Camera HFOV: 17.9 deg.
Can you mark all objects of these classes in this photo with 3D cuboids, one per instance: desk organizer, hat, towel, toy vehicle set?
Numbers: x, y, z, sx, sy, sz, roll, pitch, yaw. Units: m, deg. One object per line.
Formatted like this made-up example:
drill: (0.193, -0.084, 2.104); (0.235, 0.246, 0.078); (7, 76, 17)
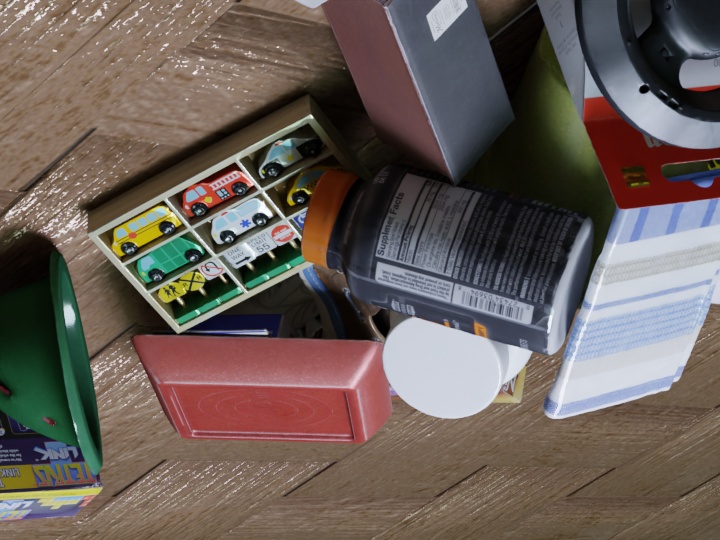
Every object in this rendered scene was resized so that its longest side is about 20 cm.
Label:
desk organizer: (0.036, -0.155, 1.572); (0.072, 0.077, 0.200); (-49, 146, -17)
hat: (-0.301, 0.074, 1.749); (0.176, 0.200, 0.166); (-11, -175, -3)
towel: (0.210, 0.015, 1.678); (0.147, 0.024, 0.200); (-13, 130, -40)
toy vehicle set: (-0.090, -0.040, 1.727); (0.200, 0.027, 0.124); (-27, 129, 17)

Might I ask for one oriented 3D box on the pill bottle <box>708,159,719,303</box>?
pill bottle: (0.299, -0.045, 1.875); (0.104, 0.200, 0.104); (-22, 160, -8)

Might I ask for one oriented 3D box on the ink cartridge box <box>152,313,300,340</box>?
ink cartridge box: (-0.096, 0.069, 1.877); (0.095, 0.037, 0.200); (-1, 162, 13)

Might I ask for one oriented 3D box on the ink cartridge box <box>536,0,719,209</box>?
ink cartridge box: (0.217, -0.146, 1.582); (0.160, 0.200, 0.047); (-7, 158, -28)

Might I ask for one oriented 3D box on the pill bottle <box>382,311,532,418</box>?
pill bottle: (0.089, 0.023, 1.792); (0.116, 0.116, 0.200); (-35, -166, 33)

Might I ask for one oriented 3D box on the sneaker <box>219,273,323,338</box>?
sneaker: (-0.039, 0.009, 1.916); (0.200, 0.075, 0.081); (-20, 133, 17)

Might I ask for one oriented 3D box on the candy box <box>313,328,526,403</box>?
candy box: (0.031, 0.071, 1.990); (0.200, 0.057, 0.117); (-2, 159, 31)

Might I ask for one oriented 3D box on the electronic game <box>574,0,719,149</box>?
electronic game: (0.230, -0.182, 1.548); (0.200, 0.200, 0.042); (-8, -173, -27)

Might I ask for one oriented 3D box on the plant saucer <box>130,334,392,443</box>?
plant saucer: (-0.077, 0.102, 1.866); (0.200, 0.037, 0.200); (2, 160, 4)

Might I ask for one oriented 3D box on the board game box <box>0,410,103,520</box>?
board game box: (-0.316, 0.113, 1.781); (0.200, 0.165, 0.057); (2, 149, -41)

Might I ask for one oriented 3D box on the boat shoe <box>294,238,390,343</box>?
boat shoe: (0.000, 0.000, 1.821); (0.072, 0.072, 0.200); (2, 135, 22)

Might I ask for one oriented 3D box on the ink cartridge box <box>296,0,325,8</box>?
ink cartridge box: (-0.002, -0.245, 1.380); (0.200, 0.045, 0.176); (-30, 157, 22)

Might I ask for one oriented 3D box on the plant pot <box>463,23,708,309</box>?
plant pot: (0.185, -0.103, 1.704); (0.200, 0.201, 0.184); (-14, 146, -15)

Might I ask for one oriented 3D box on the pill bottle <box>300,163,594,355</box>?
pill bottle: (0.060, -0.015, 1.651); (0.200, 0.106, 0.106); (16, 162, 13)
